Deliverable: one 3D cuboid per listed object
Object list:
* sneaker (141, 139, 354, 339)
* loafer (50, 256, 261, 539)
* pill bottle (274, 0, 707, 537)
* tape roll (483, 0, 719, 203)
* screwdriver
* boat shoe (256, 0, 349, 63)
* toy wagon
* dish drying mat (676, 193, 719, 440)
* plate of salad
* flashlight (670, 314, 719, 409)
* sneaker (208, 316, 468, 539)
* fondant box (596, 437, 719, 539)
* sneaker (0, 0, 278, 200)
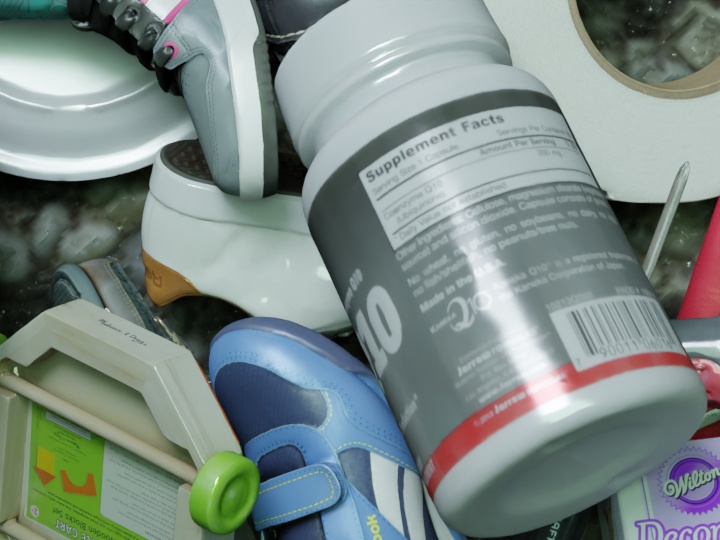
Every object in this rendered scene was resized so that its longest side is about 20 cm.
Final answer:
[{"bbox_3d":[0.000,0.000,1.017,0.199,0.073,0.085,11,114,-7],"label":"sneaker"},{"bbox_3d":[-0.072,0.083,0.998,0.063,0.072,0.201,-22,87,-24],"label":"loafer"},{"bbox_3d":[0.045,-0.007,0.906,0.113,0.114,0.201,-23,66,-5],"label":"pill bottle"},{"bbox_3d":[0.135,-0.130,1.007,0.201,0.037,0.204,-2,99,-14],"label":"tape roll"},{"bbox_3d":[0.102,0.052,0.940,0.029,0.028,0.201,30,103,27],"label":"screwdriver"},{"bbox_3d":[0.028,-0.172,1.022,0.200,0.073,0.063,-43,121,-10],"label":"boat shoe"},{"bbox_3d":[-0.112,0.115,0.963,0.155,0.039,0.201,23,119,33],"label":"toy wagon"},{"bbox_3d":[0.190,-0.012,1.005,0.076,0.018,0.201,19,97,4],"label":"dish drying mat"},{"bbox_3d":[-0.133,-0.139,1.037,0.199,0.048,0.202,1,84,-7],"label":"plate of salad"},{"bbox_3d":[0.111,0.054,0.981,0.198,0.068,0.068,-3,38,9],"label":"flashlight"},{"bbox_3d":[-0.008,0.112,0.949,0.082,0.074,0.201,-37,98,-43],"label":"sneaker"},{"bbox_3d":[0.182,0.164,0.913,0.143,0.058,0.201,-7,62,-3],"label":"fondant box"},{"bbox_3d":[-0.109,-0.113,0.962,0.120,0.084,0.201,-14,70,-10],"label":"sneaker"}]
